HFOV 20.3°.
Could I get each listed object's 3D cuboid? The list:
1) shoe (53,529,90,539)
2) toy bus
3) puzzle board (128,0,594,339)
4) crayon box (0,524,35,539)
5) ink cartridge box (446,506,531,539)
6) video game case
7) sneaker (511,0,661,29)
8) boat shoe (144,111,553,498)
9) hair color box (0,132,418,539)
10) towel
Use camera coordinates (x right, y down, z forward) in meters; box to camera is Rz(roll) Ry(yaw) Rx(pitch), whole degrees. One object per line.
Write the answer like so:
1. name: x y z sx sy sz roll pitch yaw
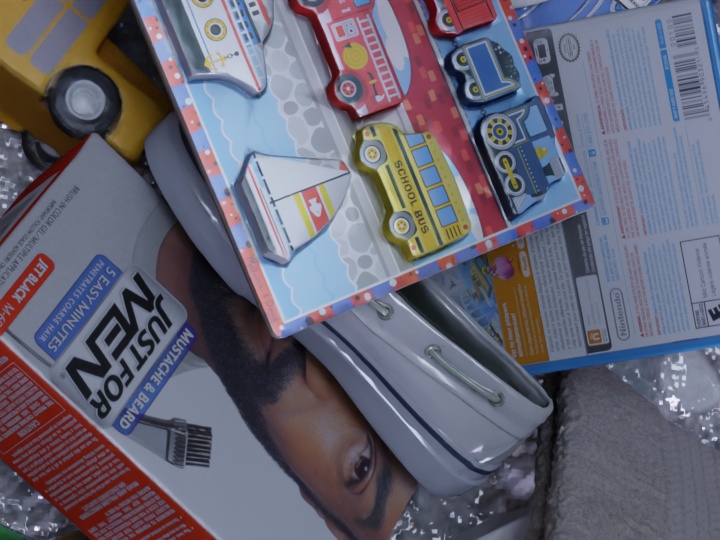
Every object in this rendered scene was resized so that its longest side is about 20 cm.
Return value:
1. shoe: -0.134 0.201 0.800 0.070 0.053 0.201 12 68 18
2. toy bus: -0.164 -0.121 0.843 0.200 0.065 0.078 36 68 -9
3. puzzle board: -0.006 -0.092 0.792 0.150 0.017 0.201 -22 88 -23
4. crayon box: -0.205 0.176 0.753 0.125 0.052 0.201 23 71 7
5. ink cartridge box: 0.069 0.214 0.858 0.116 0.067 0.201 -22 86 -22
6. video game case: 0.061 -0.026 0.849 0.199 0.018 0.144 -10 97 15
7. sneaker: 0.115 -0.151 0.954 0.200 0.077 0.076 -25 51 -37
8. boat shoe: 0.000 0.000 0.825 0.067 0.074 0.200 -39 101 21
9. hair color box: -0.076 0.056 0.811 0.200 0.064 0.111 45 45 -14
10. towel: 0.129 0.113 0.854 0.132 0.034 0.200 37 24 -11
